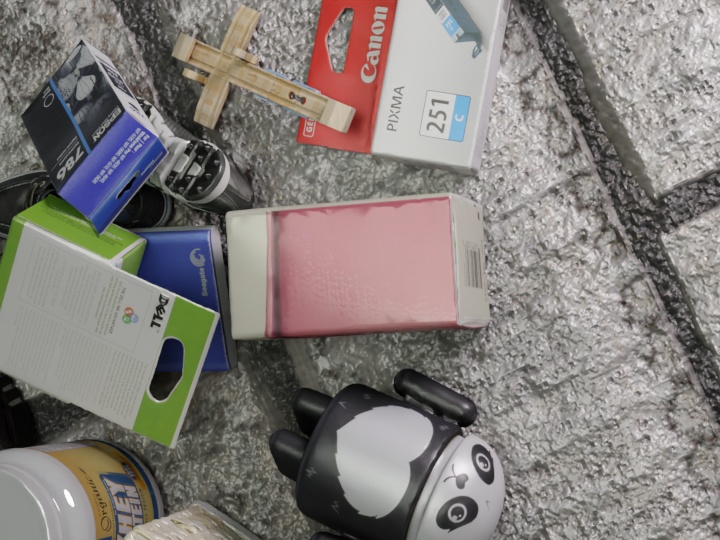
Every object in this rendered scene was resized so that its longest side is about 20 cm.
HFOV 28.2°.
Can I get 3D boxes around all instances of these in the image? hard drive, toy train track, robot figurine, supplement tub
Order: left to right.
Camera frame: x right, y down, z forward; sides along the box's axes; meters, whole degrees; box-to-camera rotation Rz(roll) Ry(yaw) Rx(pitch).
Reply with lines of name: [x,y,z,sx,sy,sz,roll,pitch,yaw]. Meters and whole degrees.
supplement tub: [-0.273,0.224,1.249,0.143,0.200,0.146,-1,87,17]
hard drive: [-0.217,0.028,1.313,0.198,0.025,0.133,-2,107,17]
toy train track: [-0.094,-0.171,1.287,0.199,0.032,0.116,26,96,25]
robot figurine: [0.023,0.170,1.202,0.199,0.125,0.152,23,106,17]

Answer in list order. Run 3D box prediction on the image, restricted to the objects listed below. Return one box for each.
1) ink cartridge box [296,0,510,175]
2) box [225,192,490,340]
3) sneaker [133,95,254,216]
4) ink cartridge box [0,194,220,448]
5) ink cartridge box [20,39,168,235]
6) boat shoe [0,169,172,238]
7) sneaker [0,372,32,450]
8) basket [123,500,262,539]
ink cartridge box: [0.035,-0.198,1.260,0.174,0.045,0.202,10,90,16]
box: [0.000,0.000,1.217,0.198,0.128,0.110,-4,87,17]
sneaker: [-0.167,-0.096,1.303,0.199,0.090,0.067,31,86,41]
ink cartridge box: [-0.222,0.046,1.266,0.198,0.076,0.149,24,113,6]
ink cartridge box: [-0.243,-0.124,1.289,0.100,0.039,0.200,-49,41,8]
boat shoe: [-0.276,-0.060,1.335,0.198,0.066,0.071,4,88,17]
sneaker: [-0.401,0.126,1.371,0.116,0.075,0.200,-45,76,26]
basket: [-0.135,0.337,1.225,0.199,0.161,0.199,32,95,14]
